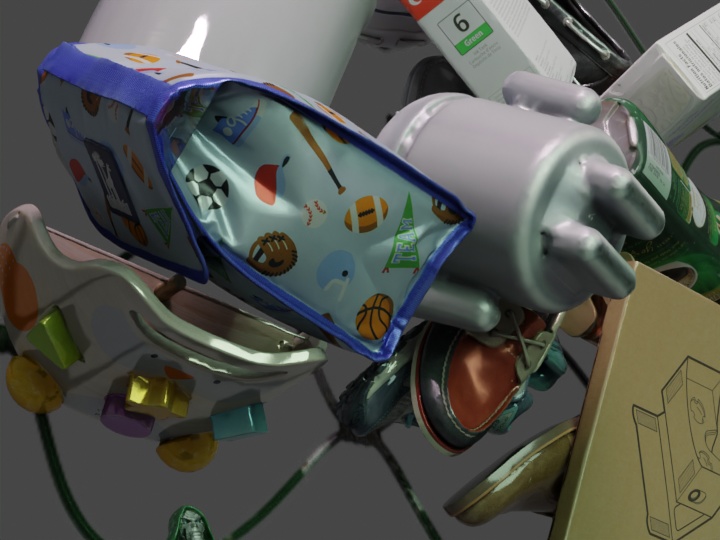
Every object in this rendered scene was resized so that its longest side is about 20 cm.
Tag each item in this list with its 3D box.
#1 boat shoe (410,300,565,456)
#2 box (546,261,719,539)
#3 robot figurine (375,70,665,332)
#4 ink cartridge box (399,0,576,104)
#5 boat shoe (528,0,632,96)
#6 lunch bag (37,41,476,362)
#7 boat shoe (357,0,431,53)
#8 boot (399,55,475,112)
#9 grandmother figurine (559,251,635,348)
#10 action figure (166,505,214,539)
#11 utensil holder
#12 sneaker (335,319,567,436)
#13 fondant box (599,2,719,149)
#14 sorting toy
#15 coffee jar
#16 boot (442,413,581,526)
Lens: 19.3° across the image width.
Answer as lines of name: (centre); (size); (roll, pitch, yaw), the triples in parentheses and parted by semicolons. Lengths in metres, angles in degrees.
boat shoe: (0.092, 0.033, 1.323); (0.071, 0.062, 0.200); (52, 44, -20)
box: (0.204, 0.116, 1.382); (0.163, 0.021, 0.201); (25, 74, -35)
robot figurine: (0.082, -0.042, 1.273); (0.170, 0.199, 0.113); (-59, 139, -14)
ink cartridge box: (0.068, -0.192, 1.471); (0.200, 0.050, 0.109); (50, 20, -9)
boat shoe: (0.131, -0.219, 1.627); (0.200, 0.068, 0.074); (55, 29, 11)
lunch bag: (-0.071, -0.050, 1.149); (0.200, 0.170, 0.124); (35, 84, -33)
boat shoe: (0.022, -0.193, 1.542); (0.074, 0.065, 0.200); (55, 24, 23)
boot: (0.073, -0.089, 1.466); (0.073, 0.096, 0.201); (-3, 57, -10)
grandmother figurine: (0.225, 0.054, 1.469); (0.200, 0.121, 0.061); (34, 40, -40)
action figure: (-0.077, 0.220, 1.170); (0.118, 0.055, 0.201); (1, 53, -32)
utensil holder: (-0.091, -0.139, 1.350); (0.169, 0.170, 0.201); (30, 48, -13)
sneaker: (0.069, 0.069, 1.370); (0.200, 0.078, 0.087); (-27, 79, -44)
fondant box: (0.247, -0.141, 1.606); (0.058, 0.144, 0.200); (51, 44, 7)
sorting toy: (-0.104, 0.038, 1.180); (0.199, 0.180, 0.107); (24, 73, -18)
coffee jar: (0.196, -0.032, 1.474); (0.200, 0.104, 0.086); (39, 38, -44)
boot: (0.135, 0.137, 1.374); (0.200, 0.074, 0.076); (-19, 80, -45)
